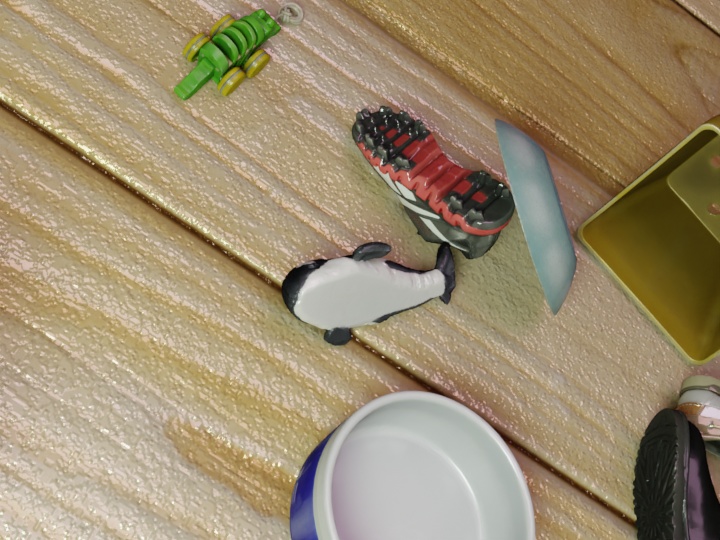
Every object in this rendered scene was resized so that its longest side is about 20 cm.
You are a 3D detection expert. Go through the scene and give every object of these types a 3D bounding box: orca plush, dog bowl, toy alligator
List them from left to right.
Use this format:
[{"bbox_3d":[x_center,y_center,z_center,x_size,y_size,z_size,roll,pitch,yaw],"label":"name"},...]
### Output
[{"bbox_3d":[-0.109,-0.230,1.108,0.059,0.054,0.200,45,52,-1],"label":"toy alligator"},{"bbox_3d":[0.000,0.000,1.039,0.199,0.106,0.071,-19,44,-33],"label":"orca plush"},{"bbox_3d":[0.044,0.208,0.945,0.198,0.079,0.202,13,59,-23],"label":"dog bowl"}]

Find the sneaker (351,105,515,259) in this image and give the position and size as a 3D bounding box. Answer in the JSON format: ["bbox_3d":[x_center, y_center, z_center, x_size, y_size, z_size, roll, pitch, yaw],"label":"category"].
[{"bbox_3d":[0.064,-0.082,1.120,0.071,0.098,0.200,-38,63,-26],"label":"sneaker"}]

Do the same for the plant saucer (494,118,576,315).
[{"bbox_3d":[0.178,-0.058,1.107,0.201,0.038,0.203,-17,90,-77],"label":"plant saucer"}]

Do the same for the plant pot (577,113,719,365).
[{"bbox_3d":[0.392,-0.058,1.225,0.200,0.200,0.176,47,41,1],"label":"plant pot"}]

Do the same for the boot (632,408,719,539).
[{"bbox_3d":[0.350,0.247,1.094,0.156,0.079,0.213,10,71,-17],"label":"boot"}]

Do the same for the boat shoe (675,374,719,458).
[{"bbox_3d":[0.412,0.187,1.175,0.199,0.075,0.069,29,60,-5],"label":"boat shoe"}]
